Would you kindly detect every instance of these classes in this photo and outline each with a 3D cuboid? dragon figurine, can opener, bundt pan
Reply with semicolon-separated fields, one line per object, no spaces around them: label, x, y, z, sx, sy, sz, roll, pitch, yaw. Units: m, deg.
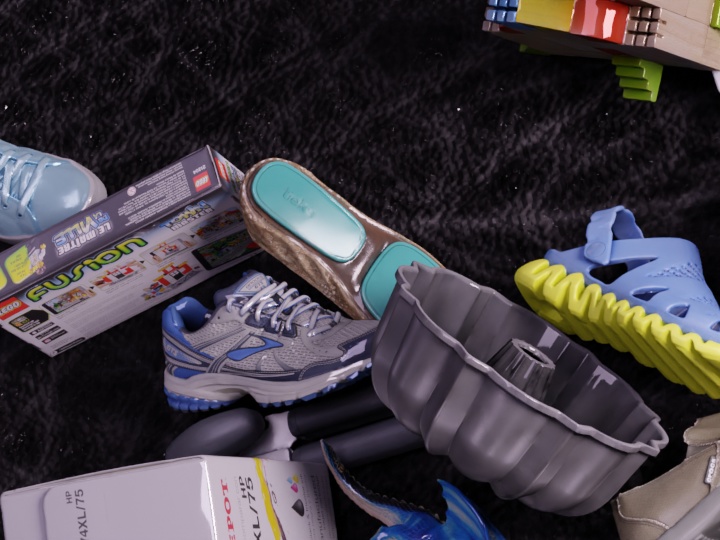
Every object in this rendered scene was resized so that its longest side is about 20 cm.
dragon figurine;0.058;0.174;1.640;0.099;0.059;0.201;-37;61;8
can opener;-0.037;0.110;1.700;0.199;0.067;0.054;-19;68;25
bundt pan;0.089;0.082;1.589;0.202;0.201;0.076;40;105;30

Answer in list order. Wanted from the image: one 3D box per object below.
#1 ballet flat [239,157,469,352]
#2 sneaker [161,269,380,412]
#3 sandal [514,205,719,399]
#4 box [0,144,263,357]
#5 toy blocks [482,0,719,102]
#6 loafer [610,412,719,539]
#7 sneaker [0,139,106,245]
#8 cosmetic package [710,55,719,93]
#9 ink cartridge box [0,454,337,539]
ballet flat;0.000;0.000;1.719;0.200;0.065;0.071;42;69;2
sneaker;-0.061;0.043;1.695;0.199;0.077;0.086;-9;99;36
sandal;0.188;0.014;1.619;0.199;0.080;0.087;29;74;42
box;-0.162;-0.011;1.779;0.199;0.110;0.035;-26;62;13
toy blocks;0.141;-0.174;1.651;0.199;0.136;0.101;11;89;45
loafer;0.232;0.111;1.575;0.200;0.075;0.070;-40;64;6
sneaker;-0.283;-0.069;1.871;0.199;0.082;0.074;11;77;27
cosmetic package;0.283;-0.222;1.688;0.150;0.052;0.201;-23;64;18
ink cartridge box;-0.112;0.201;1.611;0.145;0.200;0.148;-12;81;20
